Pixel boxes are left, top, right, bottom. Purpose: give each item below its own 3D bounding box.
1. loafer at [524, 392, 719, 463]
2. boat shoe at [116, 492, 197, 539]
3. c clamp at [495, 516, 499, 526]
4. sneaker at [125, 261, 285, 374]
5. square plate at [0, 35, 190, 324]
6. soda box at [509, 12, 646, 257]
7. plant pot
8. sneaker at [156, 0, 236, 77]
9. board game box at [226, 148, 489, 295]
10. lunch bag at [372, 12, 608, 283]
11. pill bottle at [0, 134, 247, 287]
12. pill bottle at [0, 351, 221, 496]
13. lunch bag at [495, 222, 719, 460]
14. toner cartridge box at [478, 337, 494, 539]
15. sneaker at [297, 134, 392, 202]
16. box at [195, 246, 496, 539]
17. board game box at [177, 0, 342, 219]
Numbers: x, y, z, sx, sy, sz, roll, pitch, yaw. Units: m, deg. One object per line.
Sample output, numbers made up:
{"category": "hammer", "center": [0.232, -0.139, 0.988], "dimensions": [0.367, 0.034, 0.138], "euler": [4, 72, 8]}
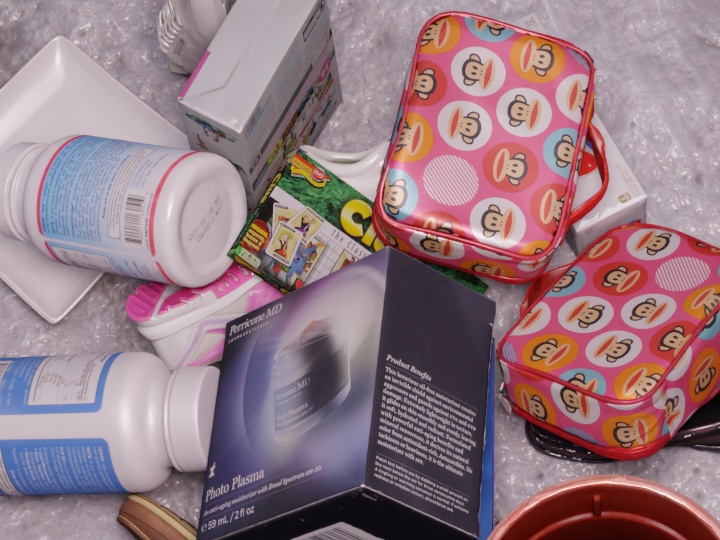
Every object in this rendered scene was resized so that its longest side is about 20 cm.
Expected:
{"category": "loafer", "center": [0.229, 0.110, 1.699], "dimensions": [0.200, 0.063, 0.072], "euler": [-2, 67, 5]}
{"category": "boat shoe", "center": [-0.124, 0.250, 1.670], "dimensions": [0.200, 0.072, 0.068], "euler": [39, 79, 22]}
{"category": "c clamp", "center": [0.018, 0.209, 1.698], "dimensions": [0.200, 0.027, 0.171], "euler": [-11, 66, 1]}
{"category": "sneaker", "center": [-0.094, 0.028, 1.765], "dimensions": [0.200, 0.088, 0.081], "euler": [-24, 27, -22]}
{"category": "square plate", "center": [-0.259, -0.078, 1.850], "dimensions": [0.198, 0.028, 0.200], "euler": [39, 76, 20]}
{"category": "soda box", "center": [0.164, -0.113, 1.802], "dimensions": [0.068, 0.064, 0.200], "euler": [-27, 66, -4]}
{"category": "plant pot", "center": [0.179, 0.273, 1.562], "dimensions": [0.201, 0.195, 0.201], "euler": [-2, 67, 5]}
{"category": "sneaker", "center": [-0.135, -0.206, 1.799], "dimensions": [0.080, 0.200, 0.076], "euler": [2, 71, 4]}
{"category": "board game box", "center": [0.000, 0.000, 1.739], "dimensions": [0.200, 0.023, 0.105], "euler": [35, 70, -15]}
{"category": "lunch bag", "center": [0.112, -0.096, 1.713], "dimensions": [0.176, 0.082, 0.200], "euler": [15, 71, 3]}
{"category": "pill bottle", "center": [-0.200, -0.052, 1.738], "dimensions": [0.200, 0.109, 0.109], "euler": [10, 67, 32]}
{"category": "pill bottle", "center": [-0.208, 0.121, 1.698], "dimensions": [0.200, 0.112, 0.112], "euler": [-2, 66, 16]}
{"category": "lunch bag", "center": [0.202, 0.047, 1.684], "dimensions": [0.176, 0.082, 0.200], "euler": [22, 51, 37]}
{"category": "toner cartridge box", "center": [0.080, 0.159, 1.656], "dimensions": [0.043, 0.095, 0.200], "euler": [2, 57, 1]}
{"category": "sneaker", "center": [0.038, -0.076, 1.783], "dimensions": [0.200, 0.073, 0.071], "euler": [-2, 106, 6]}
{"category": "box", "center": [-0.012, 0.116, 1.620], "dimensions": [0.200, 0.123, 0.199], "euler": [-26, 47, 43]}
{"category": "board game box", "center": [-0.079, -0.140, 1.764], "dimensions": [0.064, 0.200, 0.148], "euler": [25, 71, 14]}
